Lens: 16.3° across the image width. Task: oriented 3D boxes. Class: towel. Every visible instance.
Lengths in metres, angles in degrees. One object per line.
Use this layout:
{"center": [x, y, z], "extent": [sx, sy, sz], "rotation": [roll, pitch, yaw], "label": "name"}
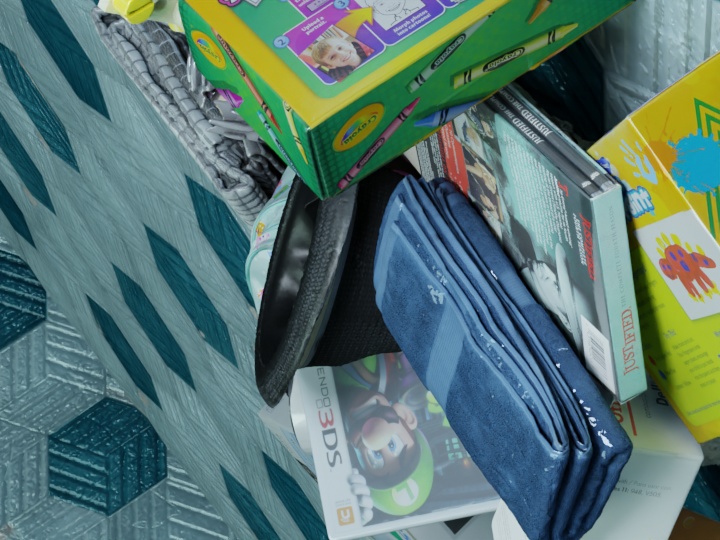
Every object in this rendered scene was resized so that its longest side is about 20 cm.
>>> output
{"center": [0.067, 0.051, 1.359], "extent": [0.200, 0.048, 0.112], "rotation": [56, 152, 29], "label": "towel"}
{"center": [-0.103, -0.123, 1.914], "extent": [0.200, 0.086, 0.166], "rotation": [51, 180, 24], "label": "towel"}

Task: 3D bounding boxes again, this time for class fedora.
{"center": [0.000, 0.000, 1.519], "extent": [0.091, 0.201, 0.201], "rotation": [13, 170, -9], "label": "fedora"}

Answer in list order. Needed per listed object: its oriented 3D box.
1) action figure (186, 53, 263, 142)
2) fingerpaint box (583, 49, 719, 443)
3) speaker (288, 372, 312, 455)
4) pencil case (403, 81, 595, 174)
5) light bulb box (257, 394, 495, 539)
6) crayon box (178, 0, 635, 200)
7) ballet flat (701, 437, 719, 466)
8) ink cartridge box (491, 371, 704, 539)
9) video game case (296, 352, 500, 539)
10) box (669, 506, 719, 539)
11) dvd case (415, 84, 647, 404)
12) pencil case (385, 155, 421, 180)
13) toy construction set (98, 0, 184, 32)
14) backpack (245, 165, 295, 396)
{"center": [-0.066, -0.141, 1.743], "extent": [0.069, 0.130, 0.200], "rotation": [-64, 30, 22], "label": "action figure"}
{"center": [0.182, -0.008, 1.276], "extent": [0.167, 0.073, 0.200], "rotation": [55, 166, 3], "label": "fingerpaint box"}
{"center": [0.059, 0.080, 1.640], "extent": [0.200, 0.081, 0.081], "rotation": [-3, 134, 21], "label": "speaker"}
{"center": [0.056, -0.101, 1.492], "extent": [0.200, 0.089, 0.078], "rotation": [49, -167, 28], "label": "pencil case"}
{"center": [0.052, 0.153, 1.937], "extent": [0.198, 0.125, 0.200], "rotation": [49, 170, -18], "label": "light bulb box"}
{"center": [0.025, -0.136, 1.250], "extent": [0.119, 0.200, 0.058], "rotation": [46, 163, 35], "label": "crayon box"}
{"center": [0.187, 0.104, 1.537], "extent": [0.072, 0.072, 0.200], "rotation": [54, 166, 9], "label": "ballet flat"}
{"center": [0.138, 0.111, 1.427], "extent": [0.117, 0.067, 0.200], "rotation": [-96, 19, -54], "label": "ink cartridge box"}
{"center": [0.052, 0.065, 1.578], "extent": [0.023, 0.200, 0.182], "rotation": [0, -103, -63], "label": "video game case"}
{"center": [0.193, 0.217, 1.521], "extent": [0.200, 0.124, 0.097], "rotation": [20, 163, 46], "label": "box"}
{"center": [0.083, -0.037, 1.334], "extent": [0.200, 0.022, 0.146], "rotation": [48, 158, 46], "label": "dvd case"}
{"center": [0.039, -0.062, 1.636], "extent": [0.200, 0.091, 0.094], "rotation": [54, 141, 0], "label": "pencil case"}
{"center": [-0.055, -0.152, 1.329], "extent": [0.092, 0.131, 0.200], "rotation": [42, 180, 24], "label": "toy construction set"}
{"center": [0.000, 0.014, 1.745], "extent": [0.127, 0.167, 0.200], "rotation": [-71, -27, -47], "label": "backpack"}
